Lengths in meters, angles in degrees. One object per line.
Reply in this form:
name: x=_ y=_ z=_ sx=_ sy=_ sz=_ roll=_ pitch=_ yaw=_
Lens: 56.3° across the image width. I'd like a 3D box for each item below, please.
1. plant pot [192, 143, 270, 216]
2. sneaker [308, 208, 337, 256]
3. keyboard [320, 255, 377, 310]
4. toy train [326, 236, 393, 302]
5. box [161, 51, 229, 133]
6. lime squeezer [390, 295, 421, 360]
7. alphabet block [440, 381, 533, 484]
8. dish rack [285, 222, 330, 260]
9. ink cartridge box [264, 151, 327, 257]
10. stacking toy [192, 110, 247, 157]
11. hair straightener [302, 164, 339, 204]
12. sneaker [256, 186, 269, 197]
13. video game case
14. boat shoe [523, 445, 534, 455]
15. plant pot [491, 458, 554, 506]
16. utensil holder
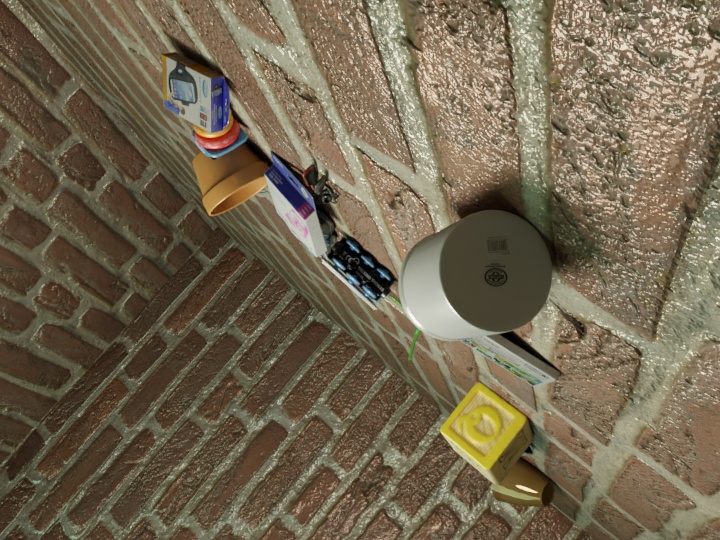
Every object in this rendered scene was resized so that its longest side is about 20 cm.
plant pot: x=-0.338 y=-0.251 z=1.722 sx=0.141 sy=0.199 sz=0.200 roll=57 pitch=170 yaw=-1
sneaker: x=-0.112 y=-0.099 z=1.760 sx=0.073 sy=0.082 sz=0.200 roll=40 pitch=169 yaw=22
keyboard: x=-0.029 y=0.031 z=1.743 sx=0.200 sy=0.011 sz=0.056 roll=43 pitch=-170 yaw=-15
toy train: x=0.000 y=0.000 z=1.749 sx=0.200 sy=0.087 sz=0.114 roll=42 pitch=176 yaw=1
box: x=-0.350 y=-0.375 z=1.429 sx=0.199 sy=0.041 sz=0.120 roll=33 pitch=130 yaw=33
lime squeezer: x=0.135 y=0.146 z=1.907 sx=0.038 sy=0.070 sz=0.203 roll=13 pitch=-123 yaw=-77
alphabet block: x=0.383 y=0.492 z=2.023 sx=0.194 sy=0.197 sz=0.200 roll=34 pitch=167 yaw=32
dish rack: x=-0.152 y=-0.110 z=1.982 sx=0.171 sy=0.044 sz=0.200 roll=38 pitch=169 yaw=18
ink cartridge box: x=-0.162 y=-0.158 z=1.625 sx=0.197 sy=0.043 sz=0.201 roll=48 pitch=164 yaw=33
stacking toy: x=-0.337 y=-0.365 z=1.515 sx=0.116 sy=0.109 sz=0.201 roll=47 pitch=159 yaw=28
hair straightener: x=-0.084 y=-0.169 z=1.470 sx=0.077 sy=0.041 sz=0.200 roll=41 pitch=170 yaw=6
sneaker: x=-0.332 y=-0.285 z=1.868 sx=0.200 sy=0.076 sz=0.080 roll=49 pitch=177 yaw=-28
video game case: x=0.306 y=0.177 z=1.413 sx=0.198 sy=0.022 sz=0.182 roll=32 pitch=169 yaw=8
boat shoe: x=0.488 y=0.546 z=2.226 sx=0.201 sy=0.075 sz=0.065 roll=40 pitch=165 yaw=-10
plant pot: x=0.640 y=0.833 z=2.599 sx=0.199 sy=0.187 sz=0.187 roll=9 pitch=148 yaw=49
utensil holder: x=0.156 y=0.013 z=0.950 sx=0.170 sy=0.170 sz=0.200 roll=42 pitch=169 yaw=-3
